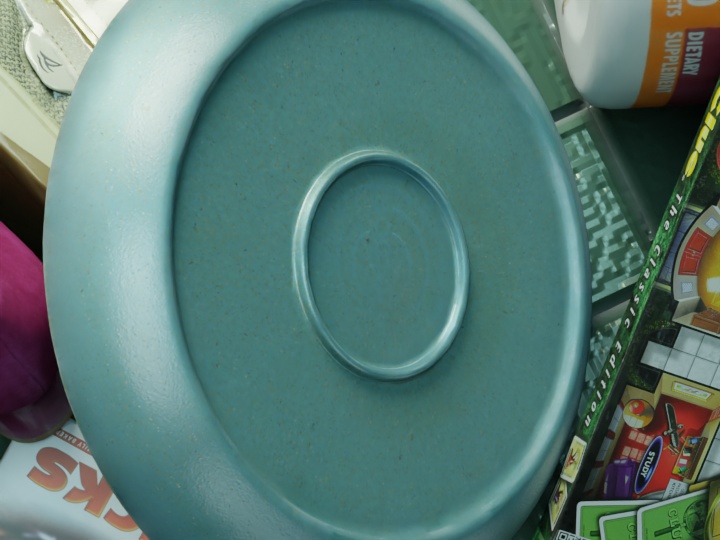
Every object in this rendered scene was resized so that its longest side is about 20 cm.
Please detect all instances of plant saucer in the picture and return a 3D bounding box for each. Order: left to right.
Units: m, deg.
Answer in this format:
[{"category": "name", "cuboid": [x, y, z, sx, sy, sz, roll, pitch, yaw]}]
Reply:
[{"category": "plant saucer", "cuboid": [0.000, 0.000, 0.753, 0.199, 0.027, 0.202, 6, 81, -40]}]

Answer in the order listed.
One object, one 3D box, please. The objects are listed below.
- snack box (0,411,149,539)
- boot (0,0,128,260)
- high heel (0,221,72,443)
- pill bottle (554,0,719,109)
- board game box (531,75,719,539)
[{"category": "snack box", "cuboid": [-0.027, 0.118, 0.787, 0.199, 0.024, 0.072, 28, 78, 3]}, {"category": "boot", "cuboid": [-0.028, -0.047, 0.800, 0.200, 0.072, 0.155, 44, 68, -5]}, {"category": "high heel", "cuboid": [-0.162, -0.026, 0.766, 0.067, 0.096, 0.200, -43, 73, -11]}, {"category": "pill bottle", "cuboid": [0.161, -0.109, 0.806, 0.198, 0.110, 0.110, -4, 78, -4]}, {"category": "board game box", "cuboid": [0.133, 0.008, 0.769, 0.104, 0.023, 0.201, 17, 104, -12]}]
